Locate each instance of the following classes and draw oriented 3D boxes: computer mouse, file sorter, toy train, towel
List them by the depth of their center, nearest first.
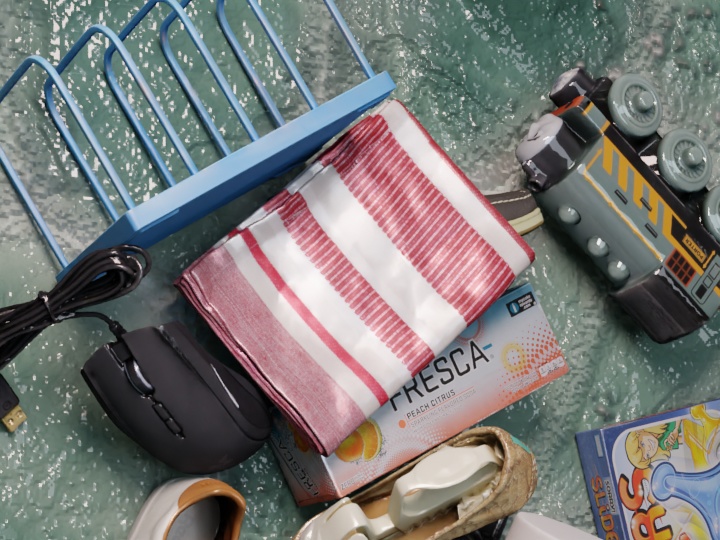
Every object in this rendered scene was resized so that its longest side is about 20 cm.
[{"bbox_3d":[-0.145,0.081,1.273,0.200,0.140,0.046,55,16,-41],"label":"computer mouse"},{"bbox_3d":[-0.110,-0.098,1.304,0.199,0.139,0.123,-31,89,-30],"label":"file sorter"},{"bbox_3d":[0.000,0.000,1.339,0.200,0.023,0.144,-41,89,-23],"label":"towel"},{"bbox_3d":[0.192,-0.045,1.482,0.200,0.085,0.114,47,56,-12],"label":"toy train"}]

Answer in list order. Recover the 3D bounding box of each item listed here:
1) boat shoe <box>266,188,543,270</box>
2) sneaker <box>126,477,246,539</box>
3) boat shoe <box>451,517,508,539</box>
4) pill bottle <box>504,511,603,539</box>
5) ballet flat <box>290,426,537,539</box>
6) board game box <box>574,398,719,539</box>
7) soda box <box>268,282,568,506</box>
[{"bbox_3d":[0.030,-0.038,1.405,0.199,0.072,0.067,-12,91,-25],"label":"boat shoe"},{"bbox_3d":[-0.127,0.211,1.264,0.072,0.084,0.201,30,69,-22],"label":"sneaker"},{"bbox_3d":[0.053,0.186,1.377,0.072,0.065,0.200,45,63,-13],"label":"boat shoe"},{"bbox_3d":[0.102,0.260,1.326,0.116,0.116,0.201,20,94,-23],"label":"pill bottle"},{"bbox_3d":[0.016,0.152,1.326,0.199,0.065,0.071,-31,56,-7],"label":"ballet flat"},{"bbox_3d":[0.232,0.197,1.489,0.134,0.034,0.202,-11,85,-30],"label":"board game box"},{"bbox_3d":[0.035,0.079,1.389,0.199,0.063,0.069,-26,92,-30],"label":"soda box"}]
